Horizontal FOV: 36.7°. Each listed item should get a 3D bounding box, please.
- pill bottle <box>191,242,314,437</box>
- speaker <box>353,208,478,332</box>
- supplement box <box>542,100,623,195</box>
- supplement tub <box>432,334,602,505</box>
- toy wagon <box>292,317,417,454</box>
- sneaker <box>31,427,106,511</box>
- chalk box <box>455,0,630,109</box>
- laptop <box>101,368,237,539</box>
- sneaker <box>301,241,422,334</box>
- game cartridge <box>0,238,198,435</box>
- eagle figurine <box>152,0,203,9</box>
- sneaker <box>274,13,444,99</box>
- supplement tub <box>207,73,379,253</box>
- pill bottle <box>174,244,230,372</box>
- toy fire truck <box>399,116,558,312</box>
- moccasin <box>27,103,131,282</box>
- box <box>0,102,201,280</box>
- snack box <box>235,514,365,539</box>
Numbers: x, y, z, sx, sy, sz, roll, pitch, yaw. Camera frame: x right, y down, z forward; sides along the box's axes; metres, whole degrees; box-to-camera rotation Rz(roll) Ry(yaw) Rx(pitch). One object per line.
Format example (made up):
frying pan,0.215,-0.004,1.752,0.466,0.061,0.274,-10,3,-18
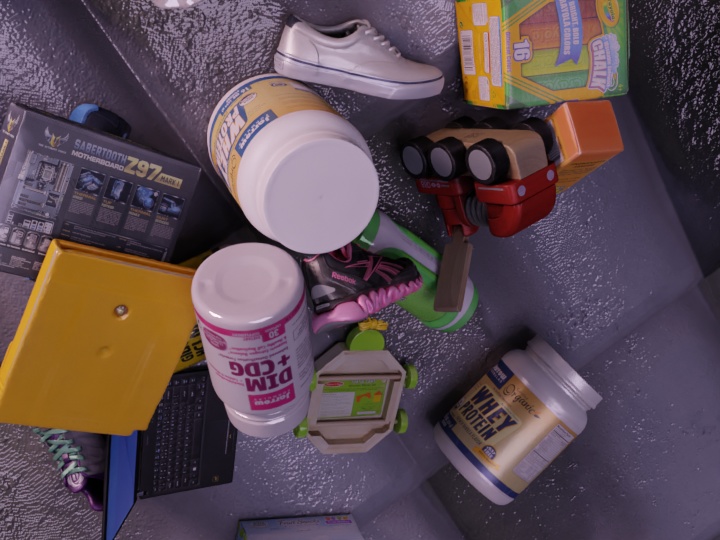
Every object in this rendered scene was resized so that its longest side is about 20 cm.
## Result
pill bottle,-0.107,0.078,1.136,0.113,0.114,0.200,-19,137,-13
speaker,0.054,-0.001,1.322,0.200,0.088,0.089,34,99,-32
supplement box,0.218,-0.126,1.265,0.066,0.200,0.069,-8,77,-25
supplement tub,0.211,0.197,1.453,0.200,0.144,0.144,-46,123,4
toy wagon,-0.004,0.146,1.400,0.155,0.040,0.201,1,114,-24
sneaker,-0.332,0.200,1.252,0.074,0.088,0.200,-26,124,12
chalk box,0.225,-0.257,1.227,0.199,0.124,0.125,-10,105,-17
laptop,-0.222,0.223,1.297,0.199,0.103,0.178,-5,118,-28
sneaker,0.000,0.000,1.171,0.079,0.200,0.096,-25,89,28
game cartridge,-0.267,0.075,1.111,0.176,0.032,0.201,14,112,-37
eagle figurine,-0.235,-0.330,0.998,0.150,0.200,0.153,-3,84,20
sneaker,0.006,-0.235,1.190,0.199,0.073,0.071,4,117,-24
supplement tub,-0.072,-0.114,1.142,0.144,0.200,0.145,-10,118,-18
pill bottle,-0.215,0.057,1.221,0.199,0.112,0.113,-24,122,-10
toy fire truck,0.136,-0.061,1.245,0.128,0.176,0.201,-28,113,-31
moccasin,-0.295,-0.072,1.143,0.068,0.080,0.201,16,109,-33
box,-0.276,-0.062,1.090,0.199,0.051,0.158,16,98,-38
snack box,-0.096,0.438,1.493,0.168,0.068,0.201,3,115,-24
